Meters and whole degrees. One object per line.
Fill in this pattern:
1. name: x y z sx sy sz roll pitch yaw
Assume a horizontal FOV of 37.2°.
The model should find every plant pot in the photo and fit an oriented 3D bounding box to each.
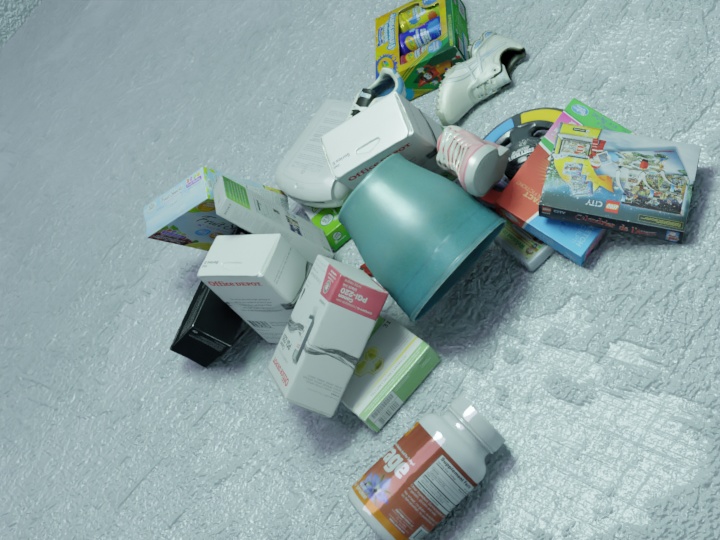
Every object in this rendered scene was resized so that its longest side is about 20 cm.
1. plant pot: 0.076 -0.060 1.548 0.188 0.200 0.200 43 85 8

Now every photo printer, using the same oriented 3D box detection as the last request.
1. photo printer: -0.048 -0.199 1.863 0.166 0.069 0.200 18 68 44

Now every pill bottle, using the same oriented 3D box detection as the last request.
1. pill bottle: 0.088 0.259 1.384 0.200 0.112 0.112 -44 40 -3

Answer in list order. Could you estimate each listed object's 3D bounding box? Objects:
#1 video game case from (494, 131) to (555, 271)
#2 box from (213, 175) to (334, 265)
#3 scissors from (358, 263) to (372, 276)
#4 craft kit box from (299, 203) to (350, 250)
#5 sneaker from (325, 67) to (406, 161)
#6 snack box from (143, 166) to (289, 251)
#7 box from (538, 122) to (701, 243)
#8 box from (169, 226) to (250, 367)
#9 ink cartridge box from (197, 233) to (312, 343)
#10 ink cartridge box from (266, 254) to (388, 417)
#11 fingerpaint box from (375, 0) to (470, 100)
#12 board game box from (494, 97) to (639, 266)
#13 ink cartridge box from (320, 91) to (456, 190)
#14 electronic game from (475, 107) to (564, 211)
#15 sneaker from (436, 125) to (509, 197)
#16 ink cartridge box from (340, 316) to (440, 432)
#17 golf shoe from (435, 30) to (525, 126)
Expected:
1. video game case: 0.268 -0.110 1.634 0.182 0.022 0.200 -43 41 -1
2. box: -0.142 -0.078 1.721 0.036 0.199 0.144 -57 18 11
3. scissors: 0.000 0.000 1.762 0.199 0.014 0.073 -16 49 29
4. craft kit box: -0.015 -0.157 1.888 0.197 0.049 0.200 -42 40 5
5. sneaker: 0.002 -0.254 1.772 0.072 0.073 0.200 21 67 40
6. snack box: -0.250 -0.099 1.874 0.168 0.200 0.068 -27 65 34
7. box: 0.359 -0.124 1.484 0.199 0.038 0.137 12 69 15
8. box: -0.236 0.047 1.815 0.141 0.079 0.201 -34 30 57
9. ink cartridge box: -0.138 0.031 1.697 0.145 0.200 0.084 -1 55 38
10. ink cartridge box: -0.052 0.093 1.561 0.201 0.084 0.146 -67 19 6
11. fingerpaint box: 0.113 -0.423 1.992 0.166 0.073 0.201 -21 44 24
12. board game box: 0.313 -0.129 1.544 0.153 0.040 0.200 34 81 19
13. ink cartridge box: 0.054 -0.180 1.675 0.145 0.200 0.084 -29 65 20
14. electronic game: 0.254 -0.173 1.650 0.199 0.042 0.201 -21 45 22
15. sneaker: 0.149 -0.161 1.552 0.104 0.200 0.076 22 106 13
16. ink cartridge box: 0.008 0.134 1.610 0.146 0.048 0.200 -48 43 -6
17. golf shoe: 0.207 -0.328 1.838 0.097 0.078 0.200 22 71 41
